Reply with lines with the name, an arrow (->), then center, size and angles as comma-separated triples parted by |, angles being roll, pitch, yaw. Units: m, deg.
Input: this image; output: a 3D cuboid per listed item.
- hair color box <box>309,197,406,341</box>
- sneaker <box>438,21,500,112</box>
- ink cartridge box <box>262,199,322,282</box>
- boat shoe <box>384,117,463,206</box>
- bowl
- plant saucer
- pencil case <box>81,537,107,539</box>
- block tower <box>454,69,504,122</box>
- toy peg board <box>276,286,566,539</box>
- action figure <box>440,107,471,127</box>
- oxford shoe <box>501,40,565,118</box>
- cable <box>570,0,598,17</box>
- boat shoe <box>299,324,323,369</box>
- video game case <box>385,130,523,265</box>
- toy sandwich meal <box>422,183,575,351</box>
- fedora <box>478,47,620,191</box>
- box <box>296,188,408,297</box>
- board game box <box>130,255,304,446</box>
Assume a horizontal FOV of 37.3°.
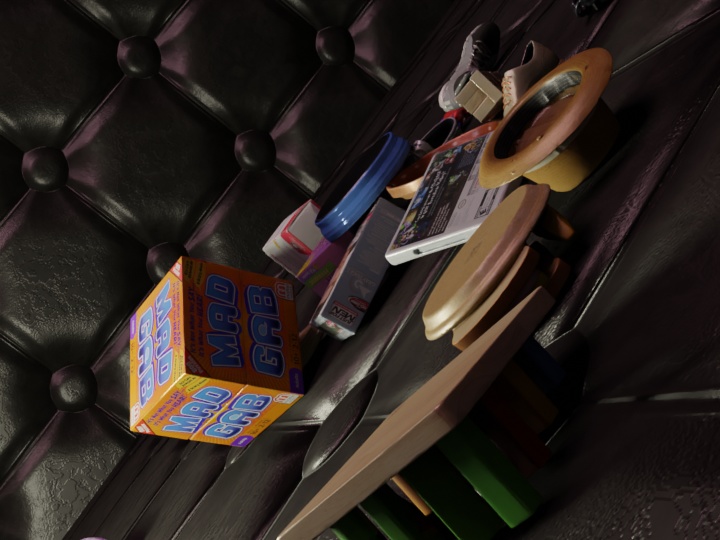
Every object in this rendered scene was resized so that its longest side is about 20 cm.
hair color box -> 0.000, 0.000, 1.591 | 0.201, 0.060, 0.099 | -64, 6, -15
sneaker -> 0.231, -0.394, 2.062 | 0.201, 0.075, 0.115 | -63, 15, -4
ink cartridge box -> -0.089, -0.042, 2.025 | 0.086, 0.147, 0.200 | -54, 10, -16
boat shoe -> 0.099, -0.180, 1.724 | 0.070, 0.072, 0.201 | 12, 44, 39
bowl -> 0.000, -0.134, 1.682 | 0.201, 0.039, 0.201 | -49, 10, 12
plant saucer -> 0.131, -0.160, 1.579 | 0.199, 0.032, 0.200 | -30, 11, 7
pencil case -> -0.498, 0.546, 2.003 | 0.084, 0.085, 0.200 | -48, 6, -22
block tower -> 0.192, -0.260, 1.592 | 0.058, 0.054, 0.200 | -49, -7, 16
toy peg board -> 0.070, 0.139, 0.795 | 0.200, 0.098, 0.199 | -45, -4, 36
action figure -> 0.138, -0.233, 1.944 | 0.200, 0.052, 0.065 | -49, 14, -8
oxford shoe -> 0.215, -0.233, 1.472 | 0.201, 0.074, 0.071 | -58, 11, -30
cable -> 0.386, -0.474, 1.629 | 0.163, 0.051, 0.200 | -45, 11, 38
boat shoe -> -0.133, 0.150, 1.766 | 0.200, 0.065, 0.072 | -48, 10, 25
video game case -> 0.133, -0.102, 1.361 | 0.181, 0.023, 0.201 | -18, 36, 43
toy sandwich meal -> 0.135, 0.004, 1.011 | 0.206, 0.070, 0.205 | -52, 4, 6
fedora -> 0.211, -0.141, 1.125 | 0.201, 0.082, 0.201 | -46, 15, 16
box -> 0.008, -0.063, 1.784 | 0.176, 0.096, 0.201 | -41, 15, 49
board game box -> -0.227, 0.131, 1.658 | 0.200, 0.199, 0.201 | -43, 43, 42
